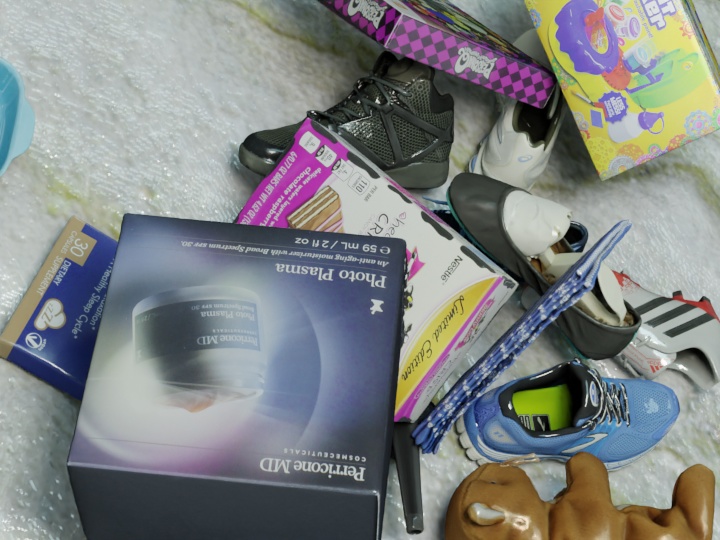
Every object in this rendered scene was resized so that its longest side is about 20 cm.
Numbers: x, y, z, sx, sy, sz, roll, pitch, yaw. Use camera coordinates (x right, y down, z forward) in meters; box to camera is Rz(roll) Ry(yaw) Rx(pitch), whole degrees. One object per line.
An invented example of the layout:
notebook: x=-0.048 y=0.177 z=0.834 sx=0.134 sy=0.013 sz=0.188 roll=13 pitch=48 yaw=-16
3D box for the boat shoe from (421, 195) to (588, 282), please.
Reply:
boat shoe: x=0.099 y=-0.033 z=1.364 sx=0.198 sy=0.069 sz=0.085 roll=-5 pitch=68 yaw=-28

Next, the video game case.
video game case: x=0.044 y=-0.209 z=1.353 sx=0.199 sy=0.036 sz=0.181 roll=14 pitch=21 yaw=-44

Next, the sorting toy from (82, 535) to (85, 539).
sorting toy: x=-0.092 y=0.188 z=1.148 sx=0.184 sy=0.036 sz=0.202 roll=30 pitch=71 yaw=-10

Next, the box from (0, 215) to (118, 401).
box: x=-0.159 y=0.059 z=1.214 sx=0.199 sy=0.032 sz=0.122 roll=32 pitch=55 yaw=-10

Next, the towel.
towel: x=0.124 y=0.050 z=1.229 sx=0.024 sy=0.200 sz=0.145 roll=44 pitch=28 yaw=3

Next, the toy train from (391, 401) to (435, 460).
toy train: x=-0.016 y=0.143 z=1.239 sx=0.199 sy=0.034 sz=0.046 roll=-23 pitch=74 yaw=-33

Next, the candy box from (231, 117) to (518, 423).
candy box: x=0.000 y=0.000 z=1.226 sx=0.200 sy=0.137 sz=0.061 roll=39 pitch=8 yaw=20

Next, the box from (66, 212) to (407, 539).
box: x=-0.074 y=0.081 z=1.077 sx=0.197 sy=0.124 sz=0.200 roll=4 pitch=55 yaw=3

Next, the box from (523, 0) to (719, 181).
box: x=0.231 y=-0.199 z=1.400 sx=0.202 sy=0.121 sz=0.193 roll=66 pitch=15 yaw=-1

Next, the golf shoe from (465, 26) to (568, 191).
golf shoe: x=0.160 y=-0.151 z=1.438 sx=0.078 sy=0.097 sz=0.202 roll=24 pitch=55 yaw=-11

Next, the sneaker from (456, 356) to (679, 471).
sneaker: x=0.181 y=0.118 z=1.315 sx=0.198 sy=0.089 sz=0.079 roll=-3 pitch=68 yaw=-27

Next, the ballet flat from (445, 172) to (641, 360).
ballet flat: x=0.156 y=-0.013 z=1.307 sx=0.200 sy=0.068 sz=0.068 roll=46 pitch=47 yaw=-15

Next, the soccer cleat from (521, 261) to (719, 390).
soccer cleat: x=0.228 y=0.050 z=1.388 sx=0.198 sy=0.069 sz=0.086 roll=15 pitch=53 yaw=-25

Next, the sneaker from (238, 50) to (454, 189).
sneaker: x=-0.006 y=-0.126 z=1.326 sx=0.197 sy=0.115 sz=0.076 roll=-3 pitch=28 yaw=-28

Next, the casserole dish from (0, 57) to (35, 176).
casserole dish: x=-0.344 y=-0.122 z=1.211 sx=0.198 sy=0.039 sz=0.122 roll=15 pitch=60 yaw=-18

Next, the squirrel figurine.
squirrel figurine: x=0.151 y=0.230 z=1.219 sx=0.185 sy=0.142 sz=0.202 roll=17 pitch=56 yaw=-10

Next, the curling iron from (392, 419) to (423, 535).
curling iron: x=0.023 y=0.111 z=1.246 sx=0.049 sy=0.026 sz=0.202 roll=-12 pitch=59 yaw=-3
